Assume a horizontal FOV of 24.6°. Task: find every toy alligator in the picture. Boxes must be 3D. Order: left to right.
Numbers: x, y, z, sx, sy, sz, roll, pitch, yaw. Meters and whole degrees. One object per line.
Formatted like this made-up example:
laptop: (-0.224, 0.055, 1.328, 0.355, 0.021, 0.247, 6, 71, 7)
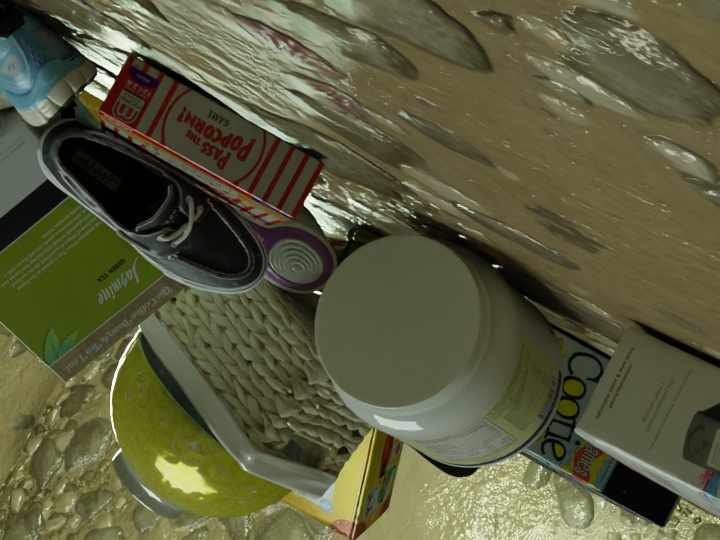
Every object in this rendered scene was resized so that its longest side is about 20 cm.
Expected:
toy alligator: (0.000, 0.000, 1.465, 0.054, 0.060, 0.200, 29, 176, -9)

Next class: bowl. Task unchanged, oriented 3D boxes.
bowl: (-0.159, 0.158, 1.484, 0.200, 0.108, 0.200, 42, -171, -8)

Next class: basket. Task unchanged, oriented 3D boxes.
basket: (-0.079, 0.080, 1.449, 0.200, 0.123, 0.135, 50, -169, 35)

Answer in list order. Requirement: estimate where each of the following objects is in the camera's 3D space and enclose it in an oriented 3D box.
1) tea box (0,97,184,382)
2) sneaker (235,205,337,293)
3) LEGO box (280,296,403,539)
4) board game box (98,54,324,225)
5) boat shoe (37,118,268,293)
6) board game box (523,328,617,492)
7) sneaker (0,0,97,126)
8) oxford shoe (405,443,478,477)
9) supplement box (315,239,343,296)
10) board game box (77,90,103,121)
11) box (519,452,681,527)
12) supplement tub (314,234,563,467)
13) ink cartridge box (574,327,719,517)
tea box: (-0.262, -0.054, 1.346, 0.197, 0.133, 0.200, 49, -172, -30)
sneaker: (-0.109, -0.055, 1.413, 0.200, 0.075, 0.100, 38, -167, -13)
LEGO box: (-0.033, 0.144, 1.636, 0.148, 0.201, 0.077, 27, -144, 22)
board game box: (-0.112, -0.090, 1.194, 0.151, 0.047, 0.200, 29, 176, -7)
boat shoe: (-0.148, -0.044, 1.221, 0.200, 0.072, 0.068, 38, 175, -20)
board game box: (0.134, 0.095, 1.427, 0.199, 0.103, 0.105, 29, 176, -7)
sneaker: (-0.265, -0.170, 1.213, 0.200, 0.078, 0.090, 17, 149, 55)
oxford shoe: (0.040, 0.137, 1.702, 0.200, 0.071, 0.071, 44, 180, -7)
supplement box: (0.010, 0.021, 1.660, 0.108, 0.061, 0.200, 30, 177, -15)
board game box: (-0.259, -0.152, 1.563, 0.199, 0.030, 0.096, 25, 175, 4)
box: (0.218, 0.155, 1.618, 0.199, 0.105, 0.182, 29, 177, 2)
supplement tub: (0.059, 0.060, 1.208, 0.144, 0.146, 0.200, 26, 175, 26)
ink cartridge box: (0.262, 0.128, 1.102, 0.199, 0.086, 0.148, 25, 174, 28)
